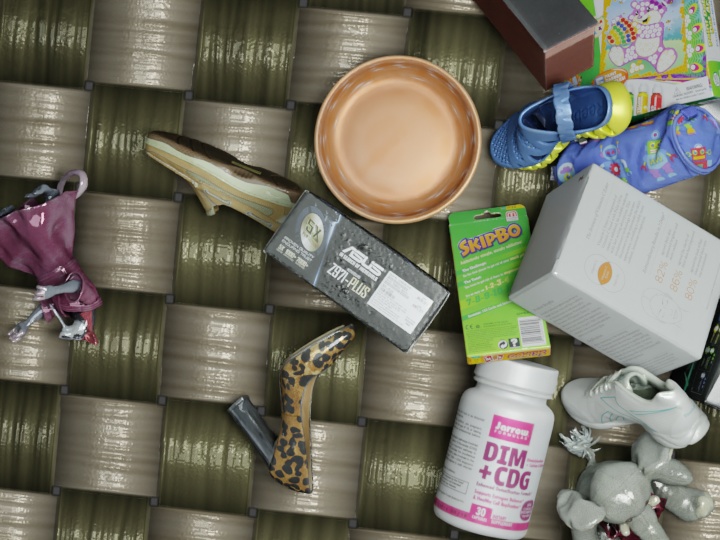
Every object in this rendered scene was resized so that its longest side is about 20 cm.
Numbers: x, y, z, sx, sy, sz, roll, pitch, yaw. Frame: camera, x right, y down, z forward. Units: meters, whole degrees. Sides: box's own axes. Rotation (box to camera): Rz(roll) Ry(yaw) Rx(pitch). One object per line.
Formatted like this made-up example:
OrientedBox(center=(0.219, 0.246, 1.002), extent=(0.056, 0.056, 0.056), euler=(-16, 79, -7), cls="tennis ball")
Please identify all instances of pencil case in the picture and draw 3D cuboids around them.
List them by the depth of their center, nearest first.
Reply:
OrientedBox(center=(0.311, -0.129, 1.467), extent=(0.078, 0.200, 0.087), euler=(-28, 97, -38), cls="pencil case")

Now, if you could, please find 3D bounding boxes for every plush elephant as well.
OrientedBox(center=(0.308, 0.268, 1.487), extent=(0.165, 0.155, 0.200), euler=(-39, 89, 3), cls="plush elephant")

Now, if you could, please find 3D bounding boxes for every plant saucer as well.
OrientedBox(center=(0.045, -0.156, 1.553), extent=(0.200, 0.037, 0.201), euler=(0, 92, 3), cls="plant saucer")

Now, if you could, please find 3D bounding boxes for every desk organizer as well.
OrientedBox(center=(0.189, -0.308, 1.488), extent=(0.072, 0.077, 0.200), euler=(-28, 61, -7), cls="desk organizer")

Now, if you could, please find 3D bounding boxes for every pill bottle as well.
OrientedBox(center=(0.162, 0.202, 1.514), extent=(0.113, 0.113, 0.200), euler=(13, 91, 2), cls="pill bottle")

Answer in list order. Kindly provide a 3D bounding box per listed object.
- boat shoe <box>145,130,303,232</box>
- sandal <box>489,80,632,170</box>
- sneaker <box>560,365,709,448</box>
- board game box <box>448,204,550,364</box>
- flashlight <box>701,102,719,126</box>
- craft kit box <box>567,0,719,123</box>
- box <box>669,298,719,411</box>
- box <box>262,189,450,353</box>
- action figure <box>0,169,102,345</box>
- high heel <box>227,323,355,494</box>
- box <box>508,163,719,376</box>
OrientedBox(center=(-0.173, -0.101, 1.552), extent=(0.200, 0.072, 0.076), euler=(25, 108, 4), cls="boat shoe")
OrientedBox(center=(0.211, -0.170, 1.476), extent=(0.087, 0.200, 0.080), euler=(1, 73, -35), cls="sandal")
OrientedBox(center=(0.303, 0.141, 1.477), extent=(0.070, 0.200, 0.080), euler=(-46, 119, -25), cls="sneaker")
OrientedBox(center=(0.160, 0.013, 1.514), extent=(0.095, 0.030, 0.200), euler=(-7, 60, 3), cls="board game box")
OrientedBox(center=(0.409, -0.187, 1.525), extent=(0.200, 0.068, 0.068), euler=(31, 53, -3), cls="flashlight")
OrientedBox(center=(0.308, -0.270, 1.474), extent=(0.200, 0.048, 0.198), euler=(-11, 82, 42), cls="craft kit box")
OrientedBox(center=(0.451, 0.112, 1.454), extent=(0.148, 0.200, 0.124), euler=(22, 89, 1), cls="box")
OrientedBox(center=(0.000, 0.000, 1.494), extent=(0.200, 0.164, 0.086), euler=(36, 92, 3), cls="box")
OrientedBox(center=(-0.365, 0.002, 1.563), extent=(0.149, 0.134, 0.200), euler=(-40, 105, -39), cls="action figure")
OrientedBox(center=(-0.048, 0.165, 1.540), extent=(0.200, 0.071, 0.143), euler=(-40, 82, 19), cls="high heel")
OrientedBox(center=(0.294, 0.003, 1.462), extent=(0.200, 0.106, 0.152), euler=(30, 64, -11), cls="box")
